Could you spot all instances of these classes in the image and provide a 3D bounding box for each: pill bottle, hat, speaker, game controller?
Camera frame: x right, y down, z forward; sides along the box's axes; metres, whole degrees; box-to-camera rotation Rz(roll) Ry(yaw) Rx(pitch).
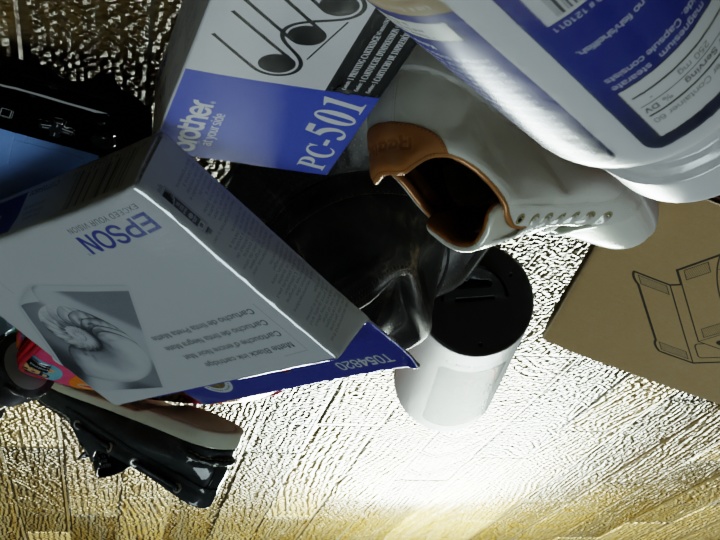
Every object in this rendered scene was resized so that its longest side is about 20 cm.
[{"bbox_3d":[0.081,-0.106,0.517,0.115,0.117,0.199,-15,150,33],"label":"pill bottle"},{"bbox_3d":[0.000,0.000,0.817,0.198,0.082,0.202,-6,143,-4],"label":"hat"},{"bbox_3d":[0.069,0.051,1.027,0.080,0.082,0.200,0,160,-3],"label":"speaker"},{"bbox_3d":[-0.178,-0.055,0.776,0.103,0.043,0.200,6,158,-19],"label":"game controller"}]

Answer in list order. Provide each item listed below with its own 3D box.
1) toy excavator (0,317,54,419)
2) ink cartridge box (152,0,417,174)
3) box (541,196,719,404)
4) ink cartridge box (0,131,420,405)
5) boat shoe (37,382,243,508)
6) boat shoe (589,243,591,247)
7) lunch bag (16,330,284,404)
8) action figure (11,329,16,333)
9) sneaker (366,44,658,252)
[{"bbox_3d":[-0.332,0.042,0.958,0.100,0.201,0.194,-30,-178,43],"label":"toy excavator"},{"bbox_3d":[-0.030,-0.106,0.641,0.093,0.045,0.200,7,159,-16],"label":"ink cartridge box"},{"bbox_3d":[0.212,0.017,0.865,0.162,0.021,0.201,21,149,2],"label":"box"},{"bbox_3d":[-0.101,0.023,0.782,0.199,0.041,0.200,-15,133,45],"label":"ink cartridge box"},{"bbox_3d":[-0.168,0.117,1.025,0.198,0.067,0.074,14,-175,31],"label":"boat shoe"},{"bbox_3d":[0.234,-0.002,0.913,0.200,0.061,0.072,7,161,-18],"label":"boat shoe"},{"bbox_3d":[-0.115,0.023,0.951,0.198,0.083,0.176,8,154,-27],"label":"lunch bag"},{"bbox_3d":[-0.253,0.078,1.131,0.117,0.055,0.200,-7,155,24],"label":"action figure"},{"bbox_3d":[0.076,-0.036,0.742,0.199,0.086,0.072,24,154,-34],"label":"sneaker"}]
